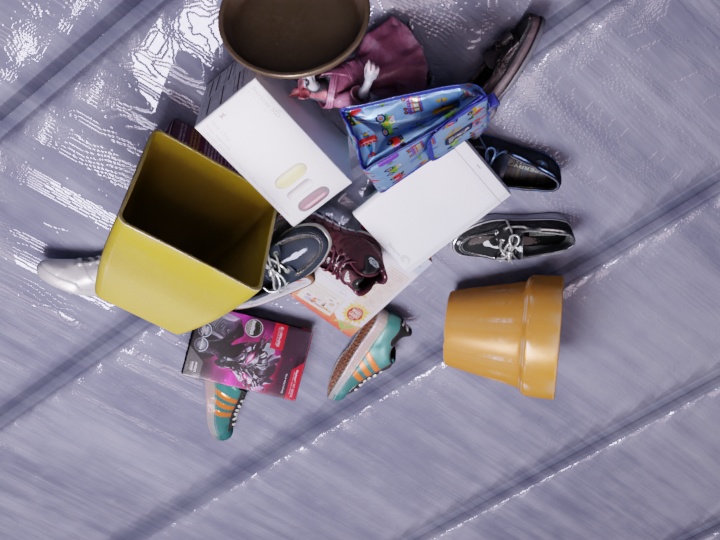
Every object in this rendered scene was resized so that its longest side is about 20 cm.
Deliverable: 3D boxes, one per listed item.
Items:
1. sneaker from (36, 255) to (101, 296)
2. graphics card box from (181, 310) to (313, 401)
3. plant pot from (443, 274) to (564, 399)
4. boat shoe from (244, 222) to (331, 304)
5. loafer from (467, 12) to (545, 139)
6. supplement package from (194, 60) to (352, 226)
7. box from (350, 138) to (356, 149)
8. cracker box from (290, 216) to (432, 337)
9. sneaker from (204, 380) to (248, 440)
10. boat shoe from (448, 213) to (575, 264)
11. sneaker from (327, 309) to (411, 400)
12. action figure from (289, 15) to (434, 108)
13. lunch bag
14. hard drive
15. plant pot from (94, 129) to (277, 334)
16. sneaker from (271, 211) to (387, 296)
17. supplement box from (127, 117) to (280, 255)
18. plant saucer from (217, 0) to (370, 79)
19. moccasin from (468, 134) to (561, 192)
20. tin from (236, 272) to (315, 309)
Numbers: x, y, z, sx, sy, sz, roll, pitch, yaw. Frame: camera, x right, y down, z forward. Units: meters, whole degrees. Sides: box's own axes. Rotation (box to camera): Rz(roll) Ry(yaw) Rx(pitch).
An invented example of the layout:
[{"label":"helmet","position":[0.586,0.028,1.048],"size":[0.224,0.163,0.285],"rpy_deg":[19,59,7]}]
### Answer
[{"label":"sneaker","position":[-0.409,-0.003,1.403],"size":[0.200,0.075,0.089],"rpy_deg":[15,109,-19]},{"label":"graphics card box","position":[-0.190,0.137,1.477],"size":[0.200,0.051,0.126],"rpy_deg":[16,87,-12]},{"label":"plant pot","position":[0.235,0.102,1.444],"size":[0.183,0.200,0.200],"rpy_deg":[5,124,13]},{"label":"boat shoe","position":[-0.127,-0.004,1.252],"size":[0.200,0.062,0.075],"rpy_deg":[-25,100,30]},{"label":"loafer","position":[0.188,-0.281,1.251],"size":[0.063,0.072,0.200],"rpy_deg":[25,120,-11]},{"label":"supplement package","position":[-0.117,-0.193,1.236],"size":[0.111,0.156,0.200],"rpy_deg":[-36,118,18]},{"label":"box","position":[0.069,-0.152,1.338],"size":[0.082,0.049,0.200],"rpy_deg":[-30,120,15]},{"label":"cracker box","position":[0.000,0.000,1.427],"size":[0.134,0.058,0.200],"rpy_deg":[37,114,-23]},{"label":"sneaker","position":[-0.229,0.222,1.549],"size":[0.080,0.071,0.200],"rpy_deg":[2,122,0]},{"label":"boat shoe","position":[0.243,-0.045,1.407],"size":[0.199,0.068,0.074],"rpy_deg":[-2,123,-2]},{"label":"sneaker","position":[0.015,0.158,1.514],"size":[0.080,0.071,0.200],"rpy_deg":[27,117,-15]},{"label":"action figure","position":[-0.008,-0.270,1.214],"size":[0.200,0.134,0.149],"rpy_deg":[-24,150,-14]},{"label":"lunch bag","position":[0.090,-0.196,1.187],"size":[0.200,0.151,0.094],"rpy_deg":[-22,80,7]},{"label":"hard drive","position":[0.105,-0.102,1.313],"size":[0.200,0.027,0.132],"rpy_deg":[-38,105,19]},{"label":"plant pot","position":[-0.252,-0.031,1.197],"size":[0.200,0.200,0.176],"rpy_deg":[29,128,-21]},{"label":"sneaker","position":[-0.041,-0.021,1.287],"size":[0.200,0.116,0.076],"rpy_deg":[11,125,-27]},{"label":"supplement box","position":[-0.224,-0.113,1.313],"size":[0.200,0.103,0.131],"rpy_deg":[27,118,-21]},{"label":"plant saucer","position":[-0.086,-0.329,1.147],"size":[0.200,0.200,0.029],"rpy_deg":[-7,156,1]},{"label":"moccasin","position":[0.212,-0.162,1.328],"size":[0.200,0.068,0.081],"rpy_deg":[4,123,-4]},{"label":"tin","position":[-0.156,0.024,1.385],"size":[0.200,0.042,0.112],"rpy_deg":[-22,170,39]}]
